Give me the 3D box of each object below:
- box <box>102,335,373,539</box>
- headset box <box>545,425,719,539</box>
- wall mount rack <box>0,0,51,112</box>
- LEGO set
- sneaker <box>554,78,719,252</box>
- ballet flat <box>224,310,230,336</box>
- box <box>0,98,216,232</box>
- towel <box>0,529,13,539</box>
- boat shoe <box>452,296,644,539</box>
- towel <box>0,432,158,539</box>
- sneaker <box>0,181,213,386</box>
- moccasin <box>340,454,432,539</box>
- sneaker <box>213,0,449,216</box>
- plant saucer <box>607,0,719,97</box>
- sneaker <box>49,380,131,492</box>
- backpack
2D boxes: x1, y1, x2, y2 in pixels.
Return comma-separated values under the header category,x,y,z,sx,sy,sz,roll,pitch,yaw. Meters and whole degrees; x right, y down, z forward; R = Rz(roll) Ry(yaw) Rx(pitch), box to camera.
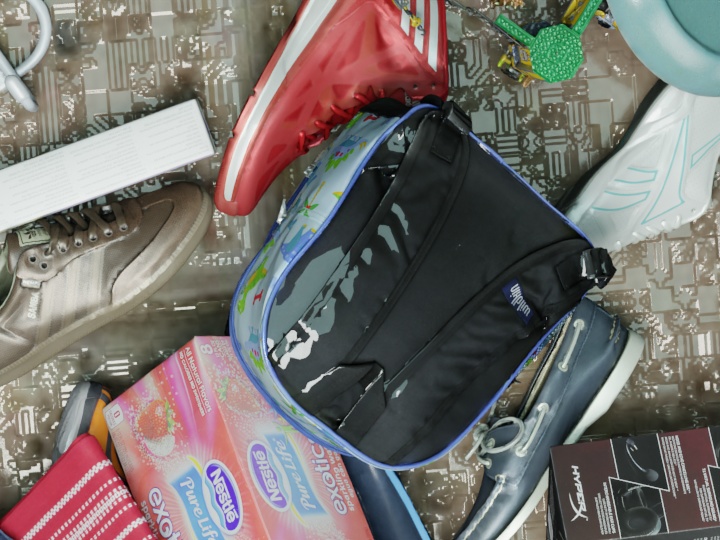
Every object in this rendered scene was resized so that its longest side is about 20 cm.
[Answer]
category,x,y,z,sx,sy,sz,roll,pitch,yaw
box,-0.069,0.150,1.549,0.103,0.094,0.201,-36,65,35
headset box,0.222,0.168,1.584,0.199,0.149,0.078,-5,55,-2
wall mount rack,-0.305,-0.141,1.592,0.200,0.075,0.174,-36,92,-1
LEGO set,0.079,-0.215,1.590,0.199,0.116,0.154,24,92,-19
sneaker,0.184,-0.048,1.618,0.080,0.070,0.200,42,90,-6
ballet flat,0.000,0.000,1.618,0.200,0.057,0.067,-36,93,-1
box,-0.194,-0.061,1.618,0.199,0.039,0.042,-21,94,-1
towel,-0.295,0.134,1.549,0.049,0.111,0.200,-51,61,19
boat shoe,0.109,0.109,1.619,0.062,0.075,0.200,35,89,-5
towel,-0.159,0.218,1.539,0.145,0.022,0.200,-45,70,30
sneaker,-0.188,-0.003,1.594,0.200,0.070,0.076,-37,122,1
moccasin,-0.005,0.150,1.614,0.068,0.080,0.201,-29,92,-1
sneaker,-0.009,-0.108,1.604,0.115,0.078,0.201,27,92,-2
plant saucer,0.235,-0.212,1.582,0.199,0.027,0.201,-3,95,-35
sneaker,-0.153,0.173,1.619,0.111,0.078,0.201,6,102,-7
backpack,0.019,0.016,1.529,0.183,0.147,0.200,42,78,-18
